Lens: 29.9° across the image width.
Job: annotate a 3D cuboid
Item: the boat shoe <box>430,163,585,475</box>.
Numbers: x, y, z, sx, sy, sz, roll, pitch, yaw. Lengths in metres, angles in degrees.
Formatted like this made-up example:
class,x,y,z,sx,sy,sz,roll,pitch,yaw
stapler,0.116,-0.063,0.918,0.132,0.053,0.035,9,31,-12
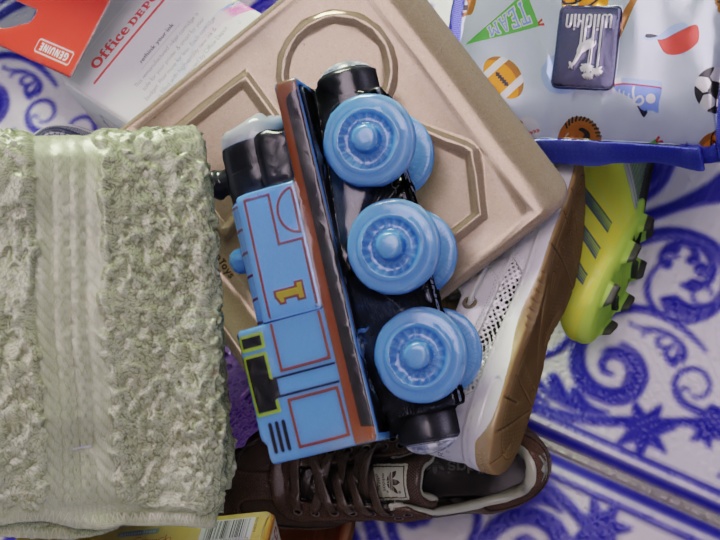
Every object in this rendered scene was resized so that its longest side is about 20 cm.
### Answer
class,x,y,z,sx,sy,sz,roll,pitch,yaw
boat shoe,0.075,0.014,0.751,0.069,0.071,0.200,10,57,24

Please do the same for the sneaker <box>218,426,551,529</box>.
class,x,y,z,sx,sy,sz,roll,pitch,yaw
sneaker,0.008,0.109,0.759,0.199,0.076,0.071,-6,86,-4

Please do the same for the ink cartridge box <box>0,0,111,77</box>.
class,x,y,z,sx,sy,sz,roll,pitch,yaw
ink cartridge box,-0.227,-0.242,0.932,0.200,0.044,0.174,26,86,39

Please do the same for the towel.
class,x,y,z,sx,sy,sz,roll,pitch,yaw
towel,-0.134,0.027,0.648,0.148,0.036,0.201,-2,81,-14

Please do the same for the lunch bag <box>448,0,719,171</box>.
class,x,y,z,sx,sy,sz,roll,pitch,yaw
lunch bag,0.147,-0.143,0.783,0.169,0.124,0.201,5,53,23

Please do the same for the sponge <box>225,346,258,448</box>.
class,x,y,z,sx,sy,sz,roll,pitch,yaw
sponge,-0.114,0.095,0.788,0.200,0.030,0.111,-47,32,-10

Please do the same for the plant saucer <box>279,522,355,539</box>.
class,x,y,z,sx,sy,sz,roll,pitch,yaw
plant saucer,-0.099,0.144,0.828,0.199,0.032,0.201,-4,66,10

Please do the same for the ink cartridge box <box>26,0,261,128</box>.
class,x,y,z,sx,sy,sz,roll,pitch,yaw
ink cartridge box,-0.118,-0.131,0.927,0.200,0.067,0.117,34,78,21

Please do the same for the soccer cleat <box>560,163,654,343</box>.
class,x,y,z,sx,sy,sz,roll,pitch,yaw
soccer cleat,0.144,-0.047,0.844,0.083,0.065,0.201,12,66,15

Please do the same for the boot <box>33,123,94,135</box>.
class,x,y,z,sx,sy,sz,roll,pitch,yaw
boot,-0.163,-0.048,0.888,0.200,0.090,0.073,38,79,22

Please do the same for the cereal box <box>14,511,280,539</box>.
class,x,y,z,sx,sy,sz,roll,pitch,yaw
cereal box,-0.096,0.227,0.717,0.143,0.201,0.040,-8,23,8

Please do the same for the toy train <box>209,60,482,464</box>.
class,x,y,z,sx,sy,sz,roll,pitch,yaw
toy train,-0.010,-0.001,0.677,0.114,0.087,0.201,-15,85,11

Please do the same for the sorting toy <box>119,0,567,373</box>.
class,x,y,z,sx,sy,sz,roll,pitch,yaw
sorting toy,-0.017,-0.053,0.740,0.200,0.036,0.185,-37,83,2
